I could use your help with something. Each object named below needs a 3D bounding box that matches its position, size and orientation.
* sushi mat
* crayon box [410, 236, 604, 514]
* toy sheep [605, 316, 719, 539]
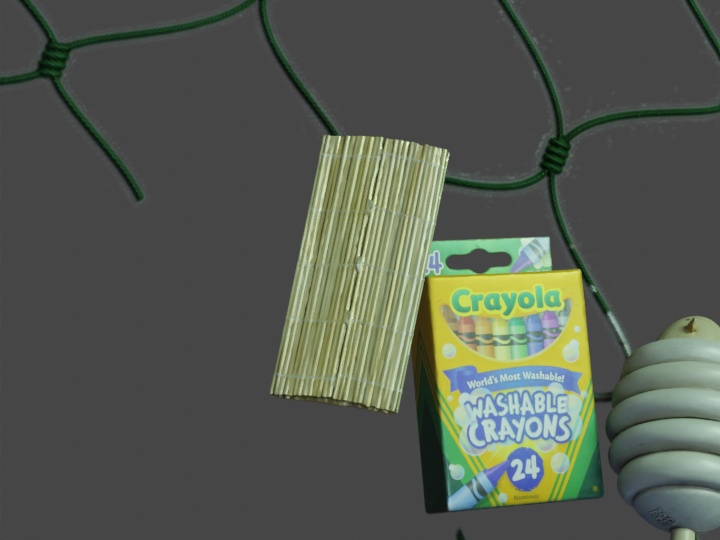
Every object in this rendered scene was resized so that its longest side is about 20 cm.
[{"bbox_3d":[0.000,0.000,1.249,0.095,0.012,0.201,9,76,14],"label":"sushi mat"},{"bbox_3d":[0.103,0.072,1.274,0.125,0.052,0.201,-3,82,-20],"label":"crayon box"},{"bbox_3d":[0.244,0.125,1.274,0.137,0.138,0.201,15,58,-16],"label":"toy sheep"}]
